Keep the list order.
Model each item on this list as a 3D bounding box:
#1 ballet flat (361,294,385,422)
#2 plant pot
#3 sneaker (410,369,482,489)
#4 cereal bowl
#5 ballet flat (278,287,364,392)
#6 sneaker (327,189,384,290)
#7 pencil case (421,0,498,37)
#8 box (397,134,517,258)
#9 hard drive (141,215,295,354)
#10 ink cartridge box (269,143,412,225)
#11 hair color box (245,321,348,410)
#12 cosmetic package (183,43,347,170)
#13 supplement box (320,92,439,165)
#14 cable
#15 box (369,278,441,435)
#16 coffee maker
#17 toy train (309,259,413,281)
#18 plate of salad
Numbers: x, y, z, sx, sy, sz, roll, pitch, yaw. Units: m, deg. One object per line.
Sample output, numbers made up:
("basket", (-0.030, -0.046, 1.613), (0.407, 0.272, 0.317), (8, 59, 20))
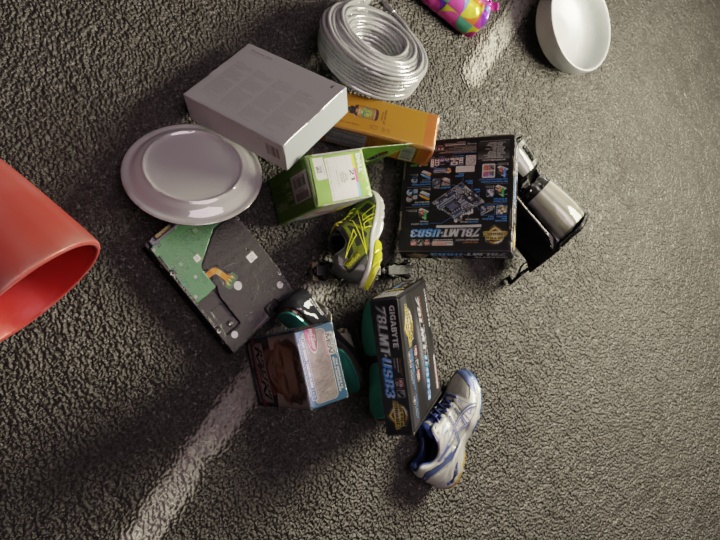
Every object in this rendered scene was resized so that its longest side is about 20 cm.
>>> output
("ballet flat", (0.041, 0.143, 1.056), (0.069, 0.070, 0.206), (1, 81, -29))
("plant pot", (-0.437, -0.033, 0.741), (0.178, 0.200, 0.200), (48, 62, -3))
("sneaker", (0.143, 0.258, 1.081), (0.087, 0.075, 0.205), (27, 69, -28))
("cereal bowl", (0.443, -0.520, 1.377), (0.196, 0.083, 0.206), (1, 87, -34))
("ballet flat", (-0.049, 0.103, 0.997), (0.201, 0.072, 0.074), (50, 61, -27))
("sneaker", (-0.010, -0.064, 1.021), (0.083, 0.075, 0.203), (15, 44, -16))
("pencil case", (0.165, -0.535, 1.226), (0.197, 0.088, 0.090), (26, 70, -23))
("box", (0.167, -0.123, 1.097), (0.050, 0.195, 0.204), (32, 60, -66))
("hard drive", (-0.205, 0.001, 0.947), (0.140, 0.038, 0.202), (-45, 105, -28))
("ink cartridge box", (-0.024, -0.138, 1.010), (0.196, 0.147, 0.078), (-14, 91, -30))
("hair color box", (-0.095, 0.134, 0.894), (0.059, 0.199, 0.103), (-12, 87, -30))
("cosmetic package", (-0.139, -0.248, 0.952), (0.197, 0.052, 0.151), (30, 62, 22))
("supplement box", (0.028, -0.238, 1.068), (0.195, 0.069, 0.068), (14, 74, -5))
("cable", (0.018, -0.370, 1.076), (0.198, 0.070, 0.201), (-24, 68, -42))
("box", (0.075, 0.126, 1.004), (0.198, 0.048, 0.206), (-18, 101, -70))
("coffee maker", (0.285, -0.109, 1.181), (0.192, 0.135, 0.200), (-44, 89, 5))
("toy train", (0.000, 0.000, 1.062), (0.196, 0.045, 0.035), (0, 86, -31))
("plate of salad", (-0.239, -0.134, 0.918), (0.194, 0.049, 0.204), (8, 50, -9))
